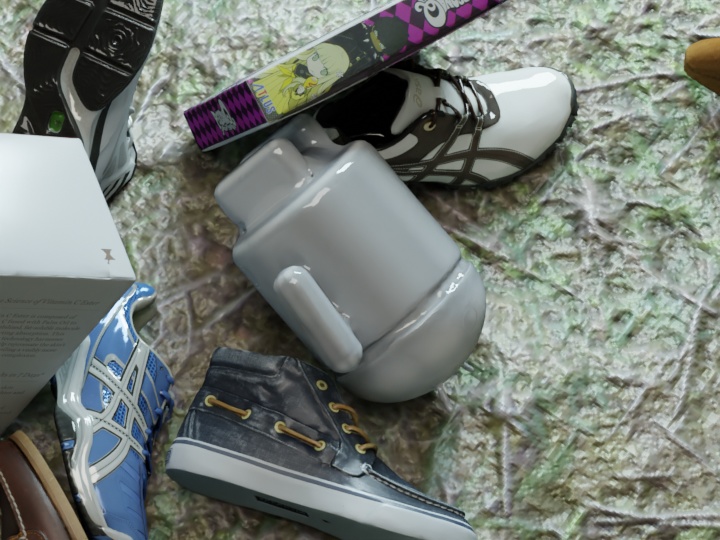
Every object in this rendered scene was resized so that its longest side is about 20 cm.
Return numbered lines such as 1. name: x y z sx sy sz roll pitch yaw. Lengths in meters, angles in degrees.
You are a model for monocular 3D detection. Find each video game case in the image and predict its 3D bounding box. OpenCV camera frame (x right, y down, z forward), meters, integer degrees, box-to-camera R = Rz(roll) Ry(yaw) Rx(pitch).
1. video game case: -0.012 -0.137 1.578 0.181 0.200 0.036 -28 95 -14

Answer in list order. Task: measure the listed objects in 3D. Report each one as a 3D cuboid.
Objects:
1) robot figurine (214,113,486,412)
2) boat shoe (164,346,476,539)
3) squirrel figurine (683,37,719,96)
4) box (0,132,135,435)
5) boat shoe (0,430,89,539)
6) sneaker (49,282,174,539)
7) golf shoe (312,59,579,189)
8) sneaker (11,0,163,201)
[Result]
1. robot figurine: 0.000 0.000 1.528 0.200 0.113 0.170 50 36 -6
2. boat shoe: -0.015 0.111 1.505 0.199 0.071 0.091 17 72 9
3. squirrel figurine: 0.349 -0.186 1.656 0.199 0.142 0.187 31 55 0
4. box: -0.257 0.017 1.461 0.152 0.200 0.107 3 53 -43
5. boat shoe: -0.185 0.189 1.469 0.070 0.070 0.200 -26 65 -15
6. sneaker: -0.150 0.091 1.518 0.077 0.076 0.201 -9 67 -7
7. golf shoe: 0.055 -0.098 1.611 0.199 0.095 0.078 -20 63 -12
8. sneaker: -0.174 -0.118 1.593 0.075 0.115 0.201 24 98 7
